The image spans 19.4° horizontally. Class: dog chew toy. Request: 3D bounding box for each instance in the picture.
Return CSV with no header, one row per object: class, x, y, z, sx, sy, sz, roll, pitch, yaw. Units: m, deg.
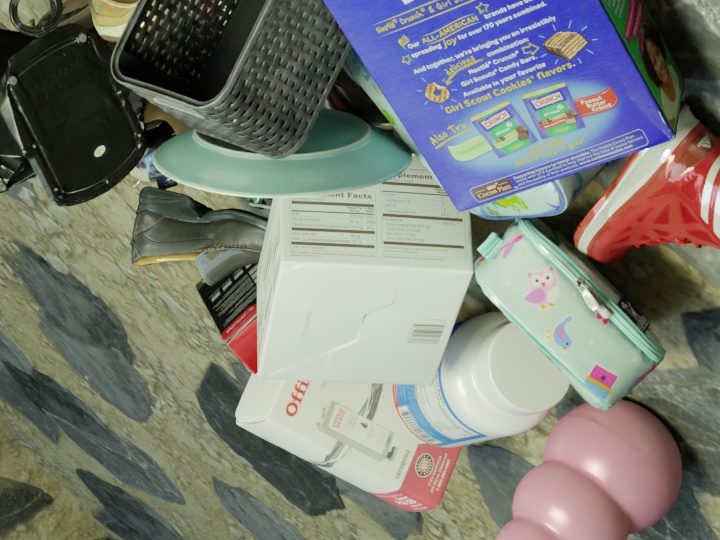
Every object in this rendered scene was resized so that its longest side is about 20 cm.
dog chew toy,0.191,0.207,1.837,0.124,0.200,0.125,35,157,17

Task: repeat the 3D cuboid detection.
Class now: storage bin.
storage bin,-0.076,-0.198,1.536,0.135,0.200,0.094,21,173,44

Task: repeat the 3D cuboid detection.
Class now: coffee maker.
coffee maker,-0.295,-0.161,1.828,0.200,0.134,0.193,12,108,53

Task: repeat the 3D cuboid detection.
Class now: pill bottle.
pill bottle,0.113,0.097,1.894,0.112,0.112,0.200,47,158,-9

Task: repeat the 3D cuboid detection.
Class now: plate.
plate,-0.059,-0.097,1.608,0.200,0.200,0.026,21,118,44

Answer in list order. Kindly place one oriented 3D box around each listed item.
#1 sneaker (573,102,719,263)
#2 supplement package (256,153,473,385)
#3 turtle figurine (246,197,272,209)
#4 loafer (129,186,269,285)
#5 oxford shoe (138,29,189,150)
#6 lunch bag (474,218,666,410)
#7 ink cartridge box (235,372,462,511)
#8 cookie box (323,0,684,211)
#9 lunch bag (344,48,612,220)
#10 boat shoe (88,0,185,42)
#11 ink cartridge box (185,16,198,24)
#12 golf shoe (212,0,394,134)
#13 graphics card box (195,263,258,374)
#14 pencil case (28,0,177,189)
sneaker,0.229,-0.029,1.509,0.115,0.078,0.200,41,160,9
supplement package,0.000,0.000,1.738,0.155,0.111,0.200,3,150,-8
turtle figurine,-0.030,-0.071,1.853,0.200,0.101,0.150,34,178,-20
loafer,-0.122,-0.020,1.903,0.199,0.073,0.073,14,173,34
oxford shoe,-0.163,-0.151,1.820,0.200,0.084,0.073,57,178,43
lunch bag,0.158,0.025,1.645,0.160,0.077,0.200,47,-176,-2
ink cartridge box,0.002,0.123,2.010,0.200,0.147,0.083,29,164,-20
cookie box,0.097,-0.157,1.399,0.171,0.075,0.200,-18,123,26
lunch bag,0.088,-0.130,1.560,0.200,0.082,0.161,50,159,-16
boat shoe,-0.200,-0.240,1.756,0.200,0.071,0.076,-150,43,-67
ink cartridge box,-0.170,-0.238,1.880,0.095,0.037,0.200,35,155,22
golf shoe,-0.031,-0.191,1.684,0.200,0.077,0.088,36,152,-4
graphics card box,-0.085,0.015,1.983,0.051,0.125,0.200,47,180,-20
pencil case,-0.219,-0.169,1.924,0.200,0.089,0.078,56,175,-29
